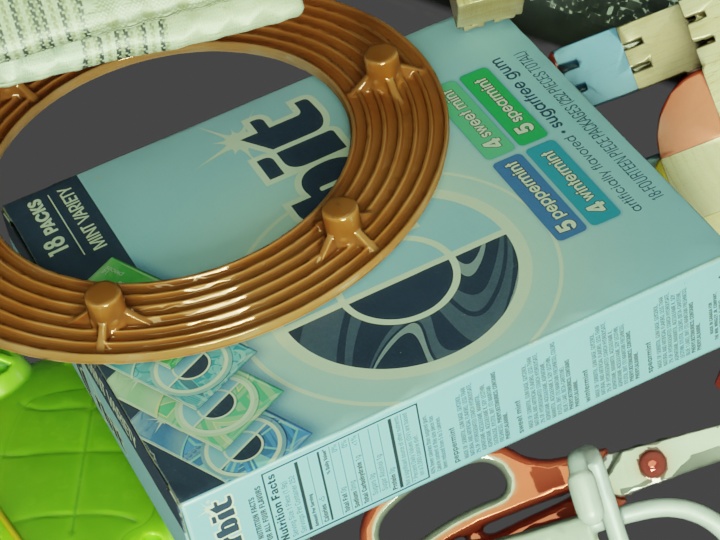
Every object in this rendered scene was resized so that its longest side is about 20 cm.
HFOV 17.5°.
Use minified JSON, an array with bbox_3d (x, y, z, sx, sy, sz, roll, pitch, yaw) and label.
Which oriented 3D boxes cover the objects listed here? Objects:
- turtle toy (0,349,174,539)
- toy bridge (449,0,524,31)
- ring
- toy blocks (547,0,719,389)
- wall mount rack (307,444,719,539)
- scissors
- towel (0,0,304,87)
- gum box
[{"bbox_3d":[-0.092,0.103,0.812,0.145,0.200,0.101,-1,130,3],"label":"turtle toy"},{"bbox_3d":[0.020,-0.184,0.867,0.027,0.067,0.201,-17,80,-1],"label":"toy bridge"},{"bbox_3d":[-0.068,-0.043,0.816,0.199,0.019,0.201,-6,42,6],"label":"ring"},{"bbox_3d":[0.149,-0.030,0.855,0.136,0.100,0.201,-21,92,10],"label":"toy blocks"},{"bbox_3d":[0.051,0.162,0.830,0.199,0.075,0.174,-19,88,11],"label":"wall mount rack"},{"bbox_3d":[0.095,0.071,0.880,0.200,0.014,0.073,-31,85,0],"label":"scissors"},{"bbox_3d":[-0.105,-0.151,0.686,0.199,0.035,0.193,-16,84,-5],"label":"towel"},{"bbox_3d":[0.000,0.000,0.800,0.199,0.045,0.170,-24,44,-14],"label":"gum box"}]
